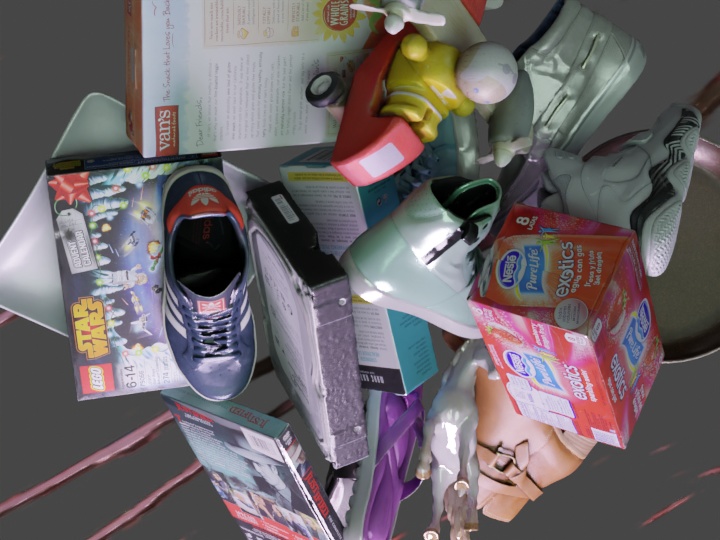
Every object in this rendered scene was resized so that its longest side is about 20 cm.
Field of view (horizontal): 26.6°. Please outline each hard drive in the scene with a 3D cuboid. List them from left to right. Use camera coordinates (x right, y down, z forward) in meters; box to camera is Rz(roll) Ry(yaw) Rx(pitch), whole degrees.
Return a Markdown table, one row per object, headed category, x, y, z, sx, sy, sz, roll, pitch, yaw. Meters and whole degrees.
| category | x | y | z | sx | sy | sz | roll | pitch | yaw |
| --- | --- | --- | --- | --- | --- | --- | --- | --- | --- |
| hard drive | -0.044 | 0.045 | 1.227 | 0.038 | 0.140 | 0.200 | -20 | 133 | -15 |

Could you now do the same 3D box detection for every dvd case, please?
| category | x | y | z | sx | sy | sz | roll | pitch | yaw |
| --- | --- | --- | --- | --- | --- | --- | --- | --- | --- |
| dvd case | -0.080 | 0.184 | 1.298 | 0.022 | 0.146 | 0.200 | -48 | 132 | -27 |

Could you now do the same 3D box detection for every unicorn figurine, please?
| category | x | y | z | sx | sy | sz | roll | pitch | yaw |
| --- | --- | --- | --- | --- | --- | --- | --- | --- | --- |
| unicorn figurine | 0.084 | 0.139 | 1.284 | 0.074 | 0.137 | 0.200 | 16 | 136 | -2 |

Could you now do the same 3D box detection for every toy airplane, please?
| category | x | y | z | sx | sy | sz | roll | pitch | yaw |
| --- | --- | --- | --- | --- | --- | --- | --- | --- | --- |
| toy airplane | 0.069 | -0.165 | 1.128 | 0.200 | 0.141 | 0.199 | -12 | 115 | -37 |

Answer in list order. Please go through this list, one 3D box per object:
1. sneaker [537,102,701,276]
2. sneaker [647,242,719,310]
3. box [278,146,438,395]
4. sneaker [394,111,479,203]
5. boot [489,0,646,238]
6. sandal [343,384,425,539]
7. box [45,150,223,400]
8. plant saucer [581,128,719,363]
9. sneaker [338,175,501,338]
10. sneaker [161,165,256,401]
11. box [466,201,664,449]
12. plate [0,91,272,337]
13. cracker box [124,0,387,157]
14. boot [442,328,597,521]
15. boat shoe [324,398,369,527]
| category | x | y | z | sx | sy | sz | roll | pitch | yaw |
| --- | --- | --- | --- | --- | --- | --- | --- | --- | --- |
| sneaker | 0.206 | -0.079 | 1.221 | 0.115 | 0.200 | 0.075 | 13 | 132 | 12 |
| sneaker | 0.255 | 0.003 | 1.336 | 0.200 | 0.070 | 0.076 | -34 | 109 | 2 |
| box | 0.000 | 0.000 | 1.248 | 0.049 | 0.082 | 0.200 | -32 | 117 | -43 |
| sneaker | 0.046 | -0.055 | 1.261 | 0.082 | 0.074 | 0.200 | 1 | 113 | -16 |
| boot | 0.140 | -0.129 | 1.257 | 0.096 | 0.074 | 0.200 | 34 | 97 | -15 |
| sandal | 0.036 | 0.159 | 1.312 | 0.050 | 0.203 | 0.082 | 1 | 157 | 28 |
| box | -0.172 | 0.002 | 1.223 | 0.137 | 0.040 | 0.200 | -7 | 116 | -8 |
| plant saucer | 0.255 | -0.020 | 1.300 | 0.200 | 0.032 | 0.200 | 0 | 84 | 3 |
| sneaker | 0.090 | -0.013 | 1.185 | 0.200 | 0.074 | 0.118 | 12 | 133 | -47 |
| sneaker | -0.117 | 0.024 | 1.175 | 0.075 | 0.085 | 0.200 | -12 | 116 | -9 |
| box | 0.163 | 0.045 | 1.173 | 0.096 | 0.100 | 0.200 | -63 | 151 | -21 |
| plate | -0.183 | -0.025 | 1.248 | 0.199 | 0.032 | 0.200 | 28 | 106 | -22 |
| cracker box | -0.080 | -0.166 | 1.174 | 0.200 | 0.058 | 0.134 | -7 | 116 | -22 |
| boot | 0.115 | 0.137 | 1.368 | 0.200 | 0.074 | 0.155 | 36 | 109 | -18 |
| boat shoe | -0.005 | 0.210 | 1.381 | 0.067 | 0.057 | 0.200 | 18 | 110 | -19 |
